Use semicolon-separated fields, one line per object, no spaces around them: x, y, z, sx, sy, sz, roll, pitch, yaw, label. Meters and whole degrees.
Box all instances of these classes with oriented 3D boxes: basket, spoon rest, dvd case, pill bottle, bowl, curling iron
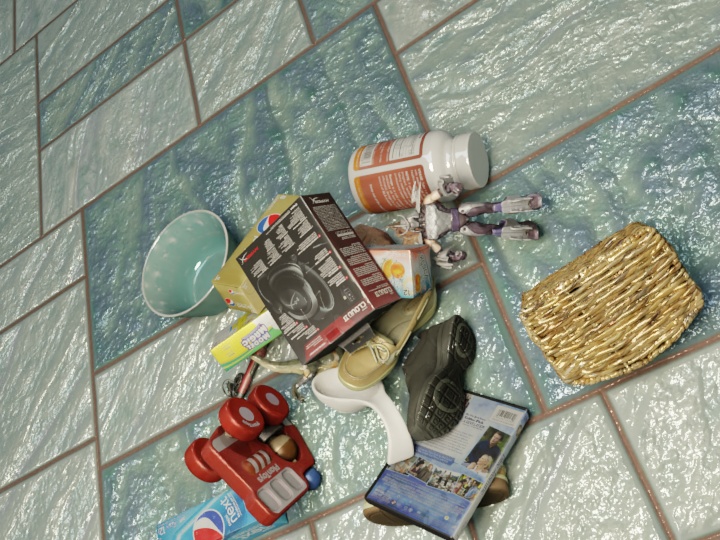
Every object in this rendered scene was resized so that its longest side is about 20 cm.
0.318;0.046;0.941;0.200;0.149;0.143;-36;87;14;basket
0.006;0.183;1.022;0.200;0.099;0.061;37;132;50;spoon rest
0.112;0.240;0.958;0.143;0.018;0.200;10;50;42;dvd case
0.091;-0.155;1.149;0.200;0.112;0.112;-6;66;31;pill bottle
-0.283;0.004;1.325;0.201;0.105;0.201;-14;62;27;bowl
-0.177;0.129;1.249;0.050;0.026;0.200;20;81;36;curling iron

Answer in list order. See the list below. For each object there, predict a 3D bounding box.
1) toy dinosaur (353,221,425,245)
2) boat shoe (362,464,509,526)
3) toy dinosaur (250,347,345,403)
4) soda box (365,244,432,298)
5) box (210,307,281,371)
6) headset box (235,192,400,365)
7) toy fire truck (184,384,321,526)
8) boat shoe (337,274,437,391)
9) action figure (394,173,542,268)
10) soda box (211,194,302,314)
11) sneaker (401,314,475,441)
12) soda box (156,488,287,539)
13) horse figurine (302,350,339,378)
0.023;-0.038;1.146;0.200;0.086;0.136;24;82;28;toy dinosaur
0.097;0.283;0.983;0.200;0.072;0.076;-17;48;15;boat shoe
-0.069;0.158;1.135;0.200;0.047;0.088;-8;63;5;toy dinosaur
0.000;0.000;1.048;0.200;0.064;0.069;1;100;32;soda box
-0.142;0.074;1.183;0.200;0.048;0.117;-37;11;0;box
-0.055;0.019;1.002;0.149;0.077;0.200;-41;78;31;headset box
-0.140;0.269;1.067;0.168;0.200;0.112;44;107;12;toy fire truck
0.039;0.083;1.042;0.073;0.063;0.201;34;62;26;boat shoe
0.147;-0.072;1.034;0.200;0.130;0.069;-4;20;0;action figure
-0.146;-0.029;1.174;0.064;0.068;0.200;8;52;34;soda box
0.096;0.151;1.016;0.091;0.076;0.200;-19;30;38;sneaker
-0.213;0.387;1.129;0.200;0.068;0.064;-30;55;18;soda box
-0.022;0.085;1.104;0.200;0.050;0.133;-8;55;-14;horse figurine
